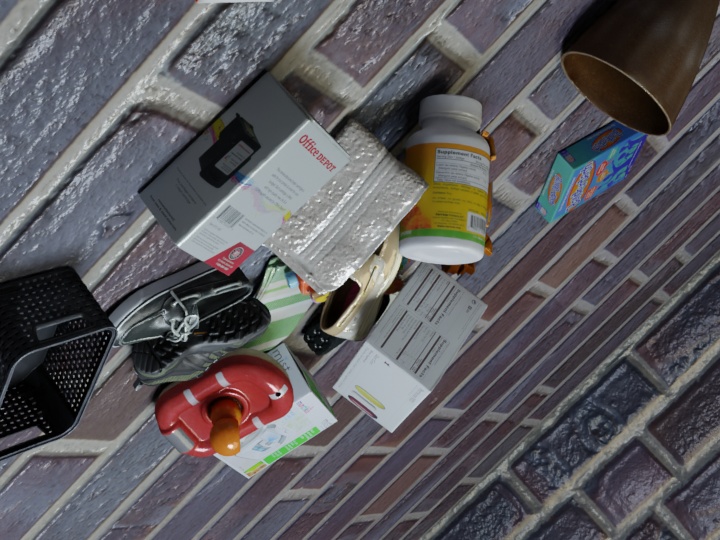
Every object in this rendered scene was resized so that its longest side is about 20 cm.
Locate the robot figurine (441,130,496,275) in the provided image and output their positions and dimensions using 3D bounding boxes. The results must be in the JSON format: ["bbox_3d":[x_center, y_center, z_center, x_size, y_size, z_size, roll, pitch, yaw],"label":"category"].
[{"bbox_3d":[0.146,-0.103,1.733,0.057,0.203,0.145,10,158,-13],"label":"robot figurine"}]

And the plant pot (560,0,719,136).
[{"bbox_3d":[0.416,-0.329,1.796,0.201,0.186,0.187,-54,159,-6],"label":"plant pot"}]

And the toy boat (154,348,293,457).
[{"bbox_3d":[-0.185,0.203,1.751,0.199,0.131,0.131,-30,126,10],"label":"toy boat"}]

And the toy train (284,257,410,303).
[{"bbox_3d":[-0.006,0.009,1.746,0.198,0.056,0.151,-20,162,-14],"label":"toy train"}]

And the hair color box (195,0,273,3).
[{"bbox_3d":[-0.083,-0.329,1.084,0.101,0.061,0.201,-15,145,-48],"label":"hair color box"}]

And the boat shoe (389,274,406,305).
[{"bbox_3d":[0.061,0.055,2.041,0.074,0.062,0.200,-29,152,15],"label":"boat shoe"}]

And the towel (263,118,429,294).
[{"bbox_3d":[-0.026,-0.075,1.570,0.200,0.132,0.035,-48,-173,16],"label":"towel"}]

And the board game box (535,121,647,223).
[{"bbox_3d":[0.405,-0.182,2.195,0.199,0.045,0.153,-30,156,-25],"label":"board game box"}]

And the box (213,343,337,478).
[{"bbox_3d":[-0.146,0.216,1.939,0.175,0.097,0.200,-31,158,-2],"label":"box"}]

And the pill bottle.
[{"bbox_3d":[0.109,-0.117,1.619,0.109,0.203,0.111,4,169,1],"label":"pill bottle"}]

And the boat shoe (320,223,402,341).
[{"bbox_3d":[0.000,0.000,1.661,0.069,0.074,0.202,6,109,-38],"label":"boat shoe"}]

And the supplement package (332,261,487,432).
[{"bbox_3d":[0.065,0.107,1.740,0.156,0.110,0.200,-53,177,-26],"label":"supplement package"}]

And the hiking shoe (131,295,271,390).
[{"bbox_3d":[-0.213,0.094,1.669,0.198,0.076,0.101,-20,160,-24],"label":"hiking shoe"}]

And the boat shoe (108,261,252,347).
[{"bbox_3d":[-0.223,0.051,1.554,0.198,0.068,0.074,-27,154,-32],"label":"boat shoe"}]

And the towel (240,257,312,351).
[{"bbox_3d":[-0.117,0.048,1.791,0.152,0.023,0.201,-15,145,-50],"label":"towel"}]

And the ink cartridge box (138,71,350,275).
[{"bbox_3d":[-0.125,-0.104,1.407,0.200,0.083,0.146,-43,158,4],"label":"ink cartridge box"}]

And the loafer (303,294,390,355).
[{"bbox_3d":[-0.016,0.064,1.899,0.070,0.068,0.200,-43,-177,-41],"label":"loafer"}]

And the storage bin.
[{"bbox_3d":[-0.367,0.106,1.389,0.134,0.094,0.201,-18,148,-44],"label":"storage bin"}]
